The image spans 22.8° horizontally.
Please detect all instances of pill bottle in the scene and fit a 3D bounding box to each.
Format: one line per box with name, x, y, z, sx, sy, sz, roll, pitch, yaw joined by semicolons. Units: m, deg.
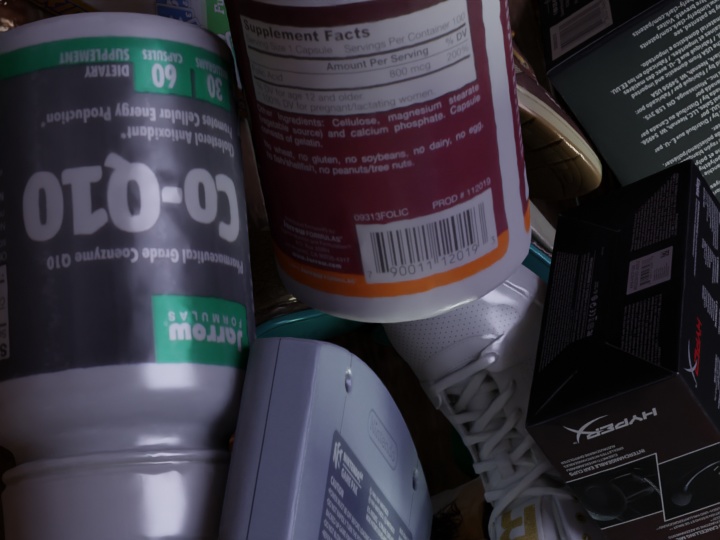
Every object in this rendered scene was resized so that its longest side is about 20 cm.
pill bottle;-0.098;0.010;0.708;0.112;0.112;0.203;6;74;-46
pill bottle;0.005;-0.092;0.721;0.114;0.113;0.202;-43;134;-45

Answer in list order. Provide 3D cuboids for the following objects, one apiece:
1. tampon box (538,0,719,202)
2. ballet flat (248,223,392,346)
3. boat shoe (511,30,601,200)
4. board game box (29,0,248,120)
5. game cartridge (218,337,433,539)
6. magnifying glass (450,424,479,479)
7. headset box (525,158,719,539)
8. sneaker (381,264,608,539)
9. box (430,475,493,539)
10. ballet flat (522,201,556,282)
tampon box;0.206;-0.094;1.024;0.201;0.125;0.150;54;19;-21
ballet flat;0.000;0.000;0.866;0.199;0.068;0.073;-3;62;-44
boat shoe;0.061;-0.110;0.951;0.199;0.072;0.073;33;57;-29
board game box;-0.098;-0.145;0.821;0.199;0.030;0.097;25;61;-38
game cartridge;-0.011;0.111;0.731;0.200;0.041;0.135;60;30;-60
magnifying glass;0.064;0.038;0.879;0.080;0.022;0.201;-44;143;-18
headset box;0.161;0.077;0.804;0.201;0.077;0.150;53;31;-27
sneaker;0.072;0.079;0.794;0.200;0.073;0.116;44;33;-20
box;0.067;0.193;0.829;0.050;0.075;0.202;33;40;-37
ballet flat;0.051;-0.040;0.931;0.200;0.069;0.070;46;49;-31
